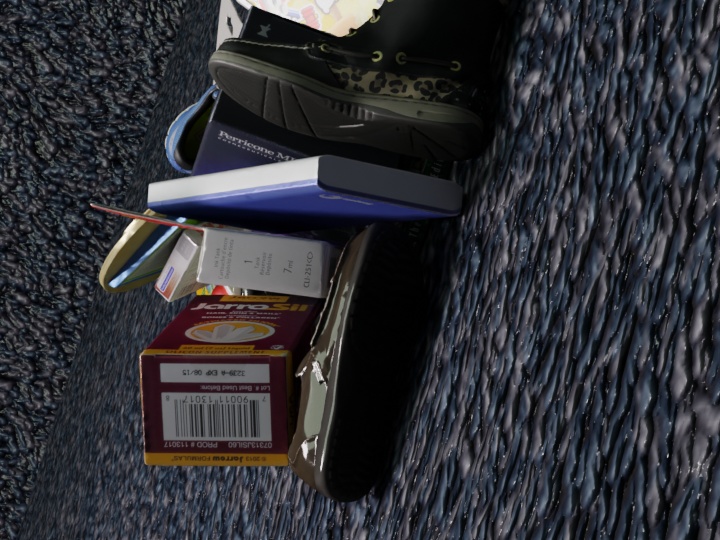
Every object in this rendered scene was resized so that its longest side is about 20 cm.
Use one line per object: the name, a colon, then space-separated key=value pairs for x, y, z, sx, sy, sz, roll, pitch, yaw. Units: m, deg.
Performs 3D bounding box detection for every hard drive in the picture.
hard drive: x=-0.043 y=-0.052 z=1.326 sx=0.200 sy=0.132 sz=0.025 roll=-5 pitch=79 yaw=50

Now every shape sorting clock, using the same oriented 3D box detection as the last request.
shape sorting clock: x=-0.150 y=-0.049 z=1.628 sx=0.200 sy=0.039 sz=0.200 roll=-35 pitch=-9 yaw=-6

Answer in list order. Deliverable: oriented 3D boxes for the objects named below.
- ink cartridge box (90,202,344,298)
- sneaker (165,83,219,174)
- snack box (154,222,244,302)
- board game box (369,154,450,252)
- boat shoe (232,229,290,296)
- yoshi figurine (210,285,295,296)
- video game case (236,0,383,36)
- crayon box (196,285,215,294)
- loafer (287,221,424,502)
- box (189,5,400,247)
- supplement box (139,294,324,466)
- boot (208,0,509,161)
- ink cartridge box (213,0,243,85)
ink cartridge box: x=-0.102 y=-0.012 z=1.395 sx=0.200 sy=0.176 sz=0.045 roll=13 pitch=-95 yaw=-86
sneaker: x=-0.089 y=-0.151 z=1.617 sx=0.200 sy=0.079 sz=0.089 roll=-43 pitch=11 yaw=6
snack box: x=-0.100 y=-0.031 z=1.659 sx=0.200 sy=0.024 sz=0.072 roll=-26 pitch=-27 yaw=-49
board game box: x=0.033 y=-0.046 z=1.407 sx=0.105 sy=0.023 sz=0.200 roll=-148 pitch=78 yaw=-79
boat shoe: x=-0.075 y=0.048 z=1.540 sx=0.072 sy=0.068 sz=0.200 roll=55 pitch=-144 yaw=-77
yoshi figurine: x=-0.084 y=0.055 z=1.635 sx=0.200 sy=0.112 sz=0.112 roll=-54 pitch=-25 yaw=15
video game case: x=0.005 y=-0.246 z=1.478 sx=0.023 sy=0.200 sz=0.182 roll=-18 pitch=-40 yaw=-54
crayon box: x=-0.115 y=0.004 z=1.850 sx=0.200 sy=0.058 sz=0.119 roll=-115 pitch=46 yaw=-71
loafer: x=-0.014 y=0.060 z=1.289 sx=0.071 sy=0.073 sz=0.200 roll=2 pitch=72 yaw=43
box: x=-0.048 y=-0.103 z=1.448 sx=0.200 sy=0.148 sz=0.104 roll=121 pitch=168 yaw=-70
supplement box: x=-0.092 y=0.079 z=1.394 sx=0.200 sy=0.110 sz=0.086 roll=-62 pitch=-29 yaw=-77
boot: x=0.007 y=-0.171 z=1.328 sx=0.073 sy=0.203 sz=0.154 roll=85 pitch=-159 yaw=-67
ink cartridge box: x=-0.100 y=-0.156 z=1.738 sx=0.117 sy=0.067 sz=0.200 roll=-114 pitch=28 yaw=-58
